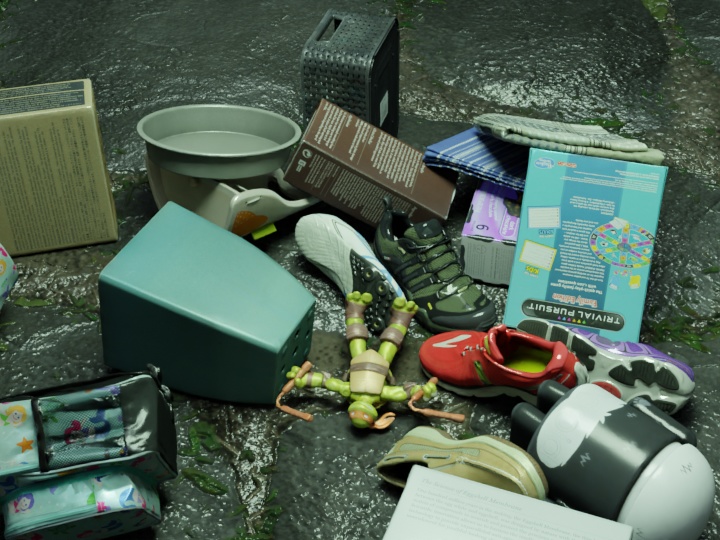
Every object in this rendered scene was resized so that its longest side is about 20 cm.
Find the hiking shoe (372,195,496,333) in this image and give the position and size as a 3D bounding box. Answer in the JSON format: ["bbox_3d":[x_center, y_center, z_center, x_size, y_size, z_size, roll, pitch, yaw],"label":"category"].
[{"bbox_3d":[0.079,-0.004,1.317,0.076,0.101,0.200,-29,48,-28],"label":"hiking shoe"}]

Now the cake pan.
[{"bbox_3d":[-0.173,-0.158,1.403,0.199,0.037,0.200,3,25,-1],"label":"cake pan"}]

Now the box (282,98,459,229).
[{"bbox_3d":[0.015,-0.117,1.414,0.199,0.075,0.100,27,42,-6],"label":"box"}]

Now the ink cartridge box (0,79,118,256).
[{"bbox_3d":[-0.390,-0.121,1.388,0.164,0.201,0.075,-8,41,-9],"label":"ink cartridge box"}]

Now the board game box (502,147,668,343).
[{"bbox_3d":[0.249,-0.026,1.276,0.150,0.201,0.047,10,5,12],"label":"board game box"}]

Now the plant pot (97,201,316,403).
[{"bbox_3d":[-0.157,0.050,1.237,0.199,0.142,0.141,23,46,14],"label":"plant pot"}]

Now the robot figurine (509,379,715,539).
[{"bbox_3d":[0.234,0.188,1.080,0.200,0.125,0.151,32,91,33],"label":"robot figurine"}]

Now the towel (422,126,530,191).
[{"bbox_3d":[0.193,-0.131,1.412,0.199,0.024,0.145,22,32,30],"label":"towel"}]

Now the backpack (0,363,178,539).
[{"bbox_3d":[-0.275,0.177,1.059,0.199,0.178,0.151,-4,71,-3],"label":"backpack"}]

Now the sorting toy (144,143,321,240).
[{"bbox_3d":[-0.141,-0.093,1.436,0.179,0.107,0.200,-18,32,-36],"label":"sorting toy"}]

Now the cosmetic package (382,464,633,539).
[{"bbox_3d":[0.105,0.296,0.955,0.198,0.123,0.200,14,44,17],"label":"cosmetic package"}]

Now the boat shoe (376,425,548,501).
[{"bbox_3d":[0.088,0.197,1.068,0.076,0.072,0.200,-26,11,-31],"label":"boat shoe"}]

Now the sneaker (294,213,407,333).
[{"bbox_3d":[0.000,0.000,1.345,0.072,0.072,0.200,-1,39,-46],"label":"sneaker"}]

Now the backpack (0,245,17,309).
[{"bbox_3d":[-0.490,0.001,1.262,0.199,0.178,0.151,9,61,9],"label":"backpack"}]

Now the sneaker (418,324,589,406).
[{"bbox_3d":[0.143,0.085,1.197,0.199,0.085,0.077,5,56,37],"label":"sneaker"}]

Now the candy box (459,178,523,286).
[{"bbox_3d":[0.233,-0.051,1.391,0.199,0.072,0.168,9,41,12],"label":"candy box"}]

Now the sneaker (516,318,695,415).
[{"bbox_3d":[0.259,0.103,1.229,0.199,0.081,0.083,19,19,24],"label":"sneaker"}]

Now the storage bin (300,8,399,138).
[{"bbox_3d":[-0.010,-0.223,1.495,0.093,0.201,0.135,10,42,14],"label":"storage bin"}]

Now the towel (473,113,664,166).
[{"bbox_3d":[0.246,-0.161,1.372,0.199,0.035,0.193,9,10,-5],"label":"towel"}]

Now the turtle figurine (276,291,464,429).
[{"bbox_3d":[0.020,0.106,1.218,0.199,0.065,0.162,2,55,14],"label":"turtle figurine"}]
